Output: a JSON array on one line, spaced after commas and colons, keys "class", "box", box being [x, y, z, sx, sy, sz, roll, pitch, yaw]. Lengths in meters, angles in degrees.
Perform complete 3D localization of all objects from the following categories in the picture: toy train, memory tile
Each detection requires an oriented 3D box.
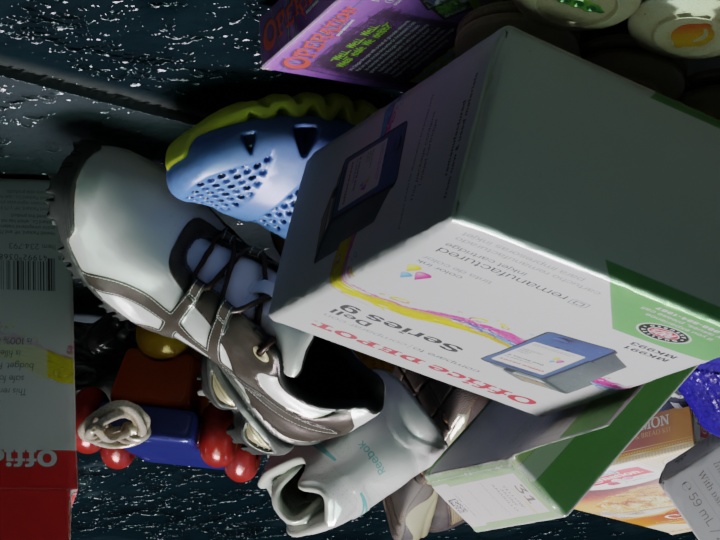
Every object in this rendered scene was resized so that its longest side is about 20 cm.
[{"class": "toy train", "box": [-0.100, 0.038, 1.259, 0.085, 0.116, 0.200, 5, 169, 8]}, {"class": "memory tile", "box": [0.150, -0.090, 0.974, 0.200, 0.017, 0.153, 15, 152, -21]}]

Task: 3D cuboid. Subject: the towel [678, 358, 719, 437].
[{"class": "towel", "box": [0.204, 0.027, 1.280, 0.148, 0.050, 0.200, -1, 142, 33]}]

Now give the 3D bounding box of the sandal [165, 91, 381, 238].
[{"class": "sandal", "box": [0.003, -0.028, 1.162, 0.200, 0.087, 0.079, 9, 159, -26]}]

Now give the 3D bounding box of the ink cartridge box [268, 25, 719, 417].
[{"class": "ink cartridge box", "box": [0.068, -0.012, 1.038, 0.145, 0.088, 0.200, 21, 162, -18]}]

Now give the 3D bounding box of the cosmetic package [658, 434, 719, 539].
[{"class": "cosmetic package", "box": [0.283, 0.104, 1.436, 0.200, 0.102, 0.074, -35, 178, 10]}]

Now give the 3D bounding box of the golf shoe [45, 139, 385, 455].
[{"class": "golf shoe", "box": [-0.062, 0.007, 1.183, 0.094, 0.078, 0.200, -8, 136, 46]}]

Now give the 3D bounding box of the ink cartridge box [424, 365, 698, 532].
[{"class": "ink cartridge box", "box": [0.125, 0.052, 1.174, 0.048, 0.146, 0.200, 48, 157, -9]}]

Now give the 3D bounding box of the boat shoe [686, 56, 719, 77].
[{"class": "boat shoe", "box": [0.112, -0.056, 1.114, 0.086, 0.075, 0.202, 2, 158, -15]}]

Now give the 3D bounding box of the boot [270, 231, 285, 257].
[{"class": "boot", "box": [0.000, 0.000, 1.279, 0.075, 0.074, 0.200, -4, 166, 30]}]

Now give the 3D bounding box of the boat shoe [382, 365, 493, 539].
[{"class": "boat shoe", "box": [0.056, 0.085, 1.349, 0.073, 0.075, 0.200, -9, 158, -13]}]

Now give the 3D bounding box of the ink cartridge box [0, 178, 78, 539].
[{"class": "ink cartridge box", "box": [-0.198, 0.058, 1.204, 0.116, 0.200, 0.067, 2, 161, -12]}]

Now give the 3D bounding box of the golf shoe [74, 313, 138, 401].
[{"class": "golf shoe", "box": [-0.187, 0.058, 1.377, 0.200, 0.078, 0.094, 9, 158, -29]}]

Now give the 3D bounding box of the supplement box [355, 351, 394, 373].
[{"class": "supplement box", "box": [0.039, 0.039, 1.399, 0.200, 0.069, 0.067, -8, 161, 20]}]

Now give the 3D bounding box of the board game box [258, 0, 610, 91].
[{"class": "board game box", "box": [0.056, -0.120, 0.986, 0.120, 0.032, 0.200, 3, 160, -30]}]

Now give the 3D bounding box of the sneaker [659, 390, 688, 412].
[{"class": "sneaker", "box": [0.190, 0.039, 1.414, 0.108, 0.070, 0.200, -2, 164, -8]}]

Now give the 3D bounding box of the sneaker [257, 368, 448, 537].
[{"class": "sneaker", "box": [-0.024, 0.100, 1.311, 0.080, 0.070, 0.200, -41, -176, -17]}]

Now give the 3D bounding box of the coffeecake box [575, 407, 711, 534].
[{"class": "coffeecake box", "box": [0.208, 0.113, 1.631, 0.153, 0.073, 0.200, -17, 156, 38]}]
